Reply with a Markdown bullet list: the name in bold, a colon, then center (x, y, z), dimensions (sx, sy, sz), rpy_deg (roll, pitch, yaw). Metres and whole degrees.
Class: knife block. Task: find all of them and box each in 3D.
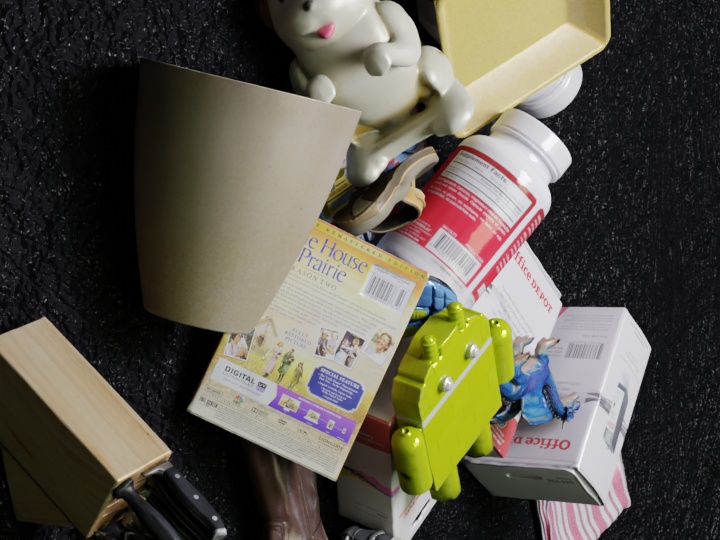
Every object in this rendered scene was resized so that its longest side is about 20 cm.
- **knife block**: center (-0.189, 0.139, 1.329), dimensions (0.064, 0.175, 0.201), rpy_deg (-25, 109, -52)

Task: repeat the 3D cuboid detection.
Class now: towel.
- **towel**: center (0.262, 0.252, 2.065), dimensions (0.200, 0.030, 0.147), rpy_deg (-33, 116, -49)

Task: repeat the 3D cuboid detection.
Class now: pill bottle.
- **pill bottle**: center (0.152, -0.245, 1.853), dimensions (0.200, 0.112, 0.113), rpy_deg (40, 59, -45)
- **pill bottle**: center (0.115, -0.058, 1.742), dimensions (0.200, 0.112, 0.112), rpy_deg (-50, 132, -10)

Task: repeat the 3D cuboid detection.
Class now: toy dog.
- **toy dog**: center (-0.004, -0.214, 1.616), dimensions (0.200, 0.139, 0.195), rpy_deg (47, 32, -37)

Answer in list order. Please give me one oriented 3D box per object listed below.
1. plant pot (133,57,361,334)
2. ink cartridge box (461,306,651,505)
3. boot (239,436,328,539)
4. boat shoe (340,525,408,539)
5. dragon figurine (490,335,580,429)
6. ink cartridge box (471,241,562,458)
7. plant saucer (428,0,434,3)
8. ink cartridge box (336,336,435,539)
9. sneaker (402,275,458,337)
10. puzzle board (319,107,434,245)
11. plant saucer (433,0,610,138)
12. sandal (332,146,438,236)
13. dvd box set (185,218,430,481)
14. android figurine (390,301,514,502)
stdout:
- **plant pot**: center (-0.112, -0.056, 1.459), dimensions (0.187, 0.187, 0.201), rpy_deg (6, 99, -53)
- **ink cartridge box**: center (0.212, 0.144, 1.900), dimensions (0.085, 0.145, 0.201), rpy_deg (51, 51, -41)
- **boot**: center (-0.087, 0.214, 1.559), dimensions (0.186, 0.064, 0.201), rpy_deg (-37, 122, -63)
- **boat shoe**: center (0.003, 0.340, 1.687), dimensions (0.072, 0.067, 0.201), rpy_deg (-32, 131, -65)
- **dragon figurine**: center (0.158, 0.125, 1.761), dimensions (0.200, 0.059, 0.100), rpy_deg (-21, 107, -53)
- **ink cartridge box**: center (0.119, 0.070, 1.826), dimensions (0.147, 0.083, 0.201), rpy_deg (53, 50, -40)
- **plant saucer**: center (0.093, -0.351, 1.746), dimensions (0.199, 0.029, 0.201), rpy_deg (8, 66, -17)
- **ink cartridge box**: center (0.030, 0.168, 1.686), dimensions (0.117, 0.067, 0.201), rpy_deg (-49, 149, -40)
- **sneaker**: center (0.000, 0.000, 1.611), dimensions (0.199, 0.071, 0.083), rpy_deg (18, 38, -13)
- **puzzle board**: center (0.011, -0.102, 1.740), dimensions (0.200, 0.017, 0.152), rpy_deg (-38, 120, -48)
- **plant saucer**: center (0.150, -0.251, 1.714), dimensions (0.199, 0.048, 0.200), rpy_deg (-32, 145, -14)
- **sandal**: center (0.029, -0.062, 1.653), dimensions (0.054, 0.080, 0.200), rpy_deg (56, 23, -8)
- **dvd box set**: center (-0.045, 0.062, 1.535), dimensions (0.146, 0.029, 0.201), rpy_deg (25, 85, -8)
- **android figurine**: center (0.083, 0.116, 1.615), dimensions (0.182, 0.041, 0.201), rpy_deg (-47, 143, -35)
